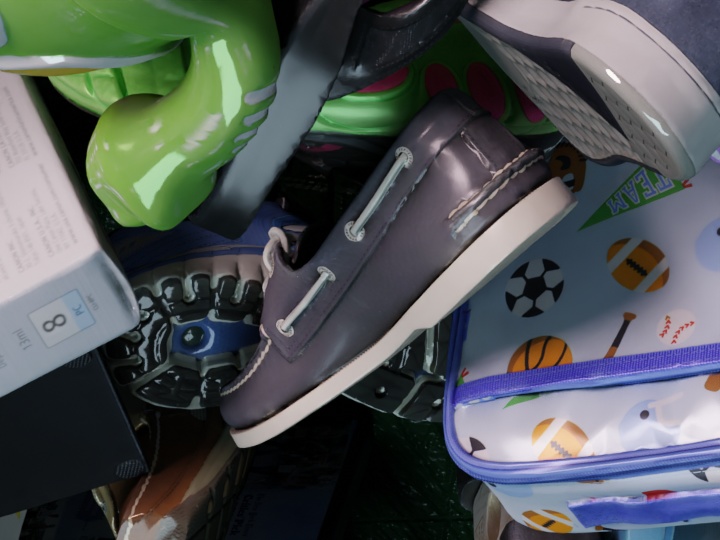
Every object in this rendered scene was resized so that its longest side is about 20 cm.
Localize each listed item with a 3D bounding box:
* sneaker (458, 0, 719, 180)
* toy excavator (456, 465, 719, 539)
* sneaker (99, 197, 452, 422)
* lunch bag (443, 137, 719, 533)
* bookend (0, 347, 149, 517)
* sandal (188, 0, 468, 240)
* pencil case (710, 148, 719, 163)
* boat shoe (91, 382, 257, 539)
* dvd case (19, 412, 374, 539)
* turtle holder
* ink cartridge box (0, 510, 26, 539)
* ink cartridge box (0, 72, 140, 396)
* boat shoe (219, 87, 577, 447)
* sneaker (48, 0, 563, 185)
[{"bbox_3d":[0.108,-0.104,0.882,0.077,0.146,0.202,44,176,-19],"label":"sneaker"},{"bbox_3d":[0.140,0.128,1.259,0.199,0.100,0.195,5,148,-9],"label":"toy excavator"},{"bbox_3d":[-0.013,0.005,1.129,0.199,0.089,0.079,5,120,-23],"label":"sneaker"},{"bbox_3d":[0.130,0.017,1.017,0.199,0.161,0.076,-9,145,27],"label":"lunch bag"},{"bbox_3d":[-0.202,0.004,1.091,0.199,0.199,0.092,-16,144,0],"label":"bookend"},{"bbox_3d":[0.002,-0.088,0.909,0.048,0.076,0.201,19,133,-16],"label":"sandal"},{"bbox_3d":[0.188,-0.096,0.913,0.199,0.084,0.085,-21,158,38],"label":"pencil case"},{"bbox_3d":[-0.083,0.077,1.155,0.074,0.200,0.076,17,106,0],"label":"boat shoe"},{"bbox_3d":[-0.103,0.104,1.232,0.199,0.143,0.018,0,120,13],"label":"dvd case"},{"bbox_3d":[-0.091,-0.119,0.890,0.131,0.141,0.185,-22,131,36],"label":"turtle holder"},{"bbox_3d":[-0.216,0.086,1.172,0.145,0.201,0.084,-10,136,26],"label":"ink cartridge box"},{"bbox_3d":[-0.193,0.001,1.010,0.199,0.160,0.047,-28,137,-1],"label":"ink cartridge box"},{"bbox_3d":[0.000,0.000,1.011,0.063,0.073,0.200,52,139,1],"label":"boat shoe"},{"bbox_3d":[-0.019,-0.061,1.021,0.199,0.077,0.084,10,149,8],"label":"sneaker"}]
